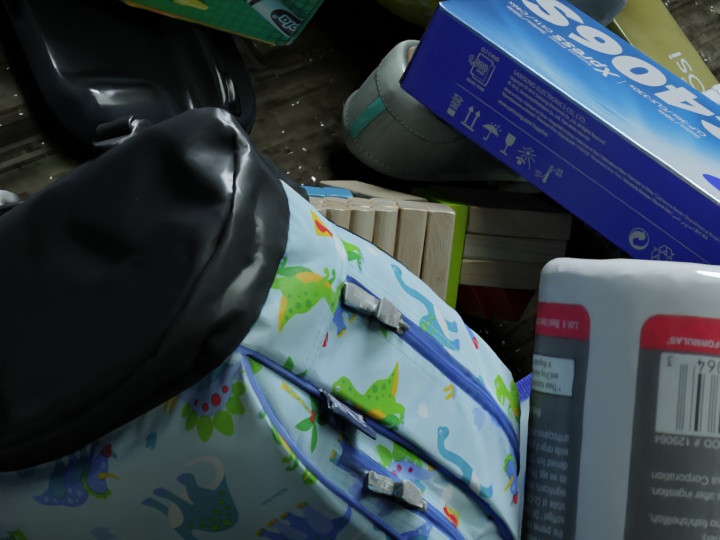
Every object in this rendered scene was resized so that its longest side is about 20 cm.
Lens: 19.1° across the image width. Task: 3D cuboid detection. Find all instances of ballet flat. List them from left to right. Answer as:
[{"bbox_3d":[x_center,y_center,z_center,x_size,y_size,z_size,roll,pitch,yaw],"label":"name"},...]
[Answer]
[{"bbox_3d":[0.065,-0.065,0.998,0.200,0.064,0.068,6,52,-49],"label":"ballet flat"}]

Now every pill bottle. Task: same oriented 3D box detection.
[{"bbox_3d":[0.108,0.098,0.726,0.111,0.110,0.201,5,90,-48],"label":"pill bottle"}]

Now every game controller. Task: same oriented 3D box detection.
[{"bbox_3d":[-0.115,-0.131,0.880,0.104,0.042,0.200,-10,65,-37],"label":"game controller"}]

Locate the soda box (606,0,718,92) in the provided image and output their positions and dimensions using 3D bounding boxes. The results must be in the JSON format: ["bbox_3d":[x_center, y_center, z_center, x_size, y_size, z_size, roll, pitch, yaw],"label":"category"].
[{"bbox_3d":[0.166,-0.049,1.097,0.200,0.068,0.064,56,35,6],"label":"soda box"}]

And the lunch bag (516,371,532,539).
[{"bbox_3d":[0.115,0.110,0.850,0.200,0.127,0.170,-23,80,-42],"label":"lunch bag"}]

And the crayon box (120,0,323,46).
[{"bbox_3d":[-0.107,-0.174,0.845,0.199,0.058,0.119,14,53,-25],"label":"crayon box"}]

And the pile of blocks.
[{"bbox_3d":[0.000,0.000,0.879,0.200,0.082,0.062,-1,102,-40],"label":"pile of blocks"}]

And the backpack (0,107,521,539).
[{"bbox_3d":[-0.033,0.055,0.703,0.200,0.163,0.154,24,49,-50],"label":"backpack"}]

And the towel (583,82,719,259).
[{"bbox_3d":[0.214,-0.016,1.006,0.200,0.086,0.166,-29,83,-40],"label":"towel"}]

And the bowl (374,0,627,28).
[{"bbox_3d":[0.075,-0.165,0.980,0.200,0.200,0.108,19,46,-39],"label":"bowl"}]

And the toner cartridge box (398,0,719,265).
[{"bbox_3d":[0.121,-0.045,0.878,0.200,0.043,0.095,38,30,21],"label":"toner cartridge box"}]
